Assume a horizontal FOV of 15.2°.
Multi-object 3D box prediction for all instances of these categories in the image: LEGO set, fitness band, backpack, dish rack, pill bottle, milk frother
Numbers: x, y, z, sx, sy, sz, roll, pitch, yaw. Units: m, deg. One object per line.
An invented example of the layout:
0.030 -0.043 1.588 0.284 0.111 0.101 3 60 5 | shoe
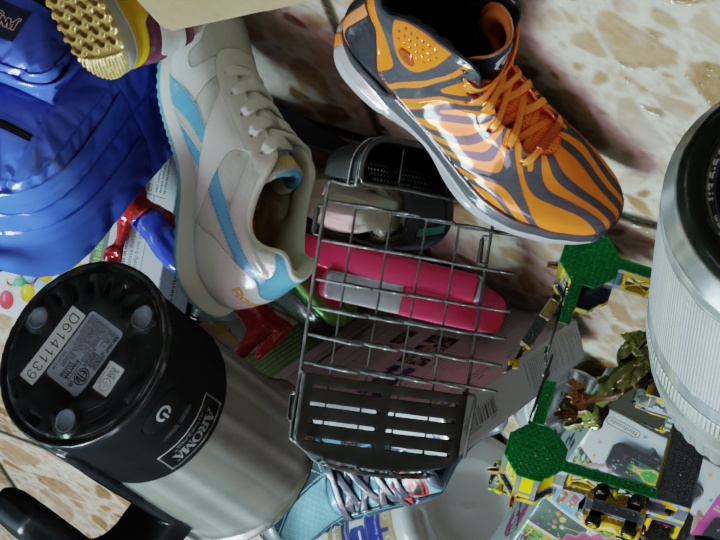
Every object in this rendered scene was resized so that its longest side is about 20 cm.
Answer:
0.159 0.087 1.651 0.153 0.201 0.116 9 154 1 | LEGO set
0.000 0.000 1.730 0.199 0.038 0.144 14 -177 -26 | fitness band
-0.210 -0.112 1.680 0.162 0.200 0.168 20 152 27 | backpack
0.031 0.026 1.614 0.153 0.201 0.054 9 180 -37 | dish rack
0.040 0.195 2.035 0.120 0.120 0.200 38 154 -11 | pill bottle
-0.163 0.075 1.670 0.200 0.180 0.188 55 -172 36 | milk frother

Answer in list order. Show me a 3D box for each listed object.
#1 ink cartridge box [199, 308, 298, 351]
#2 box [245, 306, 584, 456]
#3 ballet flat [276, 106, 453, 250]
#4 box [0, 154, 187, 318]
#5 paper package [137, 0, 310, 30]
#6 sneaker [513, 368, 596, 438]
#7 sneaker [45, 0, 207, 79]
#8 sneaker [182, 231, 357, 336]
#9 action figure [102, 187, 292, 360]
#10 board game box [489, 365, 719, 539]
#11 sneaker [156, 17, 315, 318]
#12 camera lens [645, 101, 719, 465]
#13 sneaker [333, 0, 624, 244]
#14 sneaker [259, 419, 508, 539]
-0.082 0.071 1.901 0.116 0.200 0.068 26 130 20 | ink cartridge box
0.027 0.064 1.788 0.200 0.144 0.036 11 122 41 | box
-0.037 -0.059 1.724 0.199 0.073 0.073 20 152 22 | ballet flat
-0.200 -0.038 1.866 0.200 0.157 0.041 17 -171 33 | box
-0.087 -0.236 1.430 0.190 0.104 0.200 -5 136 50 | paper package
0.180 0.136 1.851 0.200 0.075 0.082 49 165 -17 | sneaker
-0.156 -0.217 1.590 0.075 0.090 0.201 -5 110 51 | sneaker
-0.084 0.003 1.859 0.200 0.084 0.077 25 -162 32 | sneaker
-0.147 -0.007 1.770 0.200 0.099 0.065 51 -166 11 | action figure
0.173 0.183 1.781 0.147 0.064 0.200 28 116 -7 | board game box
-0.070 -0.076 1.637 0.081 0.201 0.076 -15 166 33 | sneaker
0.233 0.006 1.429 0.160 0.160 0.200 25 154 15 | camera lens
0.078 -0.094 1.527 0.200 0.078 0.112 35 156 -6 | sneaker
0.015 0.124 1.830 0.079 0.200 0.096 55 174 -34 | sneaker
